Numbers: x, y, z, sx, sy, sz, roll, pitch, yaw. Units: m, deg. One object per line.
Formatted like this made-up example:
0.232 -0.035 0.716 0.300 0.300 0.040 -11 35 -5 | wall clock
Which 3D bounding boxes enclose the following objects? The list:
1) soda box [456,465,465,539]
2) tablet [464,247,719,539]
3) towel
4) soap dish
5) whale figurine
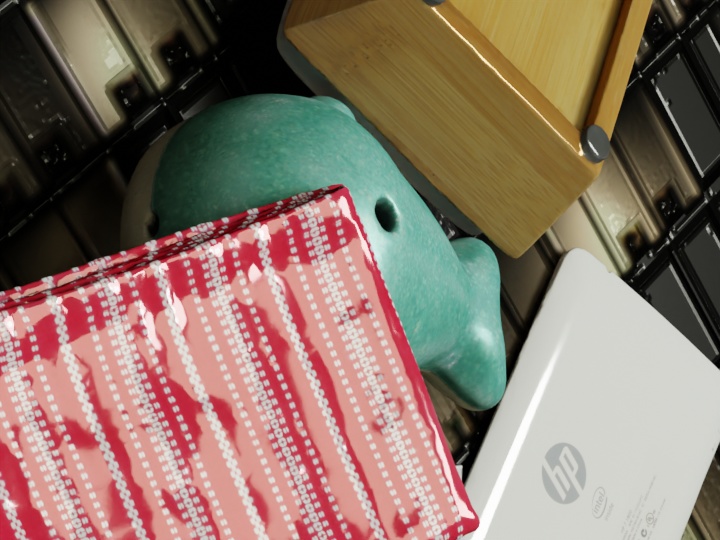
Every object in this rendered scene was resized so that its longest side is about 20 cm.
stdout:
-0.051 0.113 1.183 0.200 0.068 0.064 2 84 -41 | soda box
0.102 0.104 1.354 0.130 0.014 0.200 40 60 -30 | tablet
-0.061 0.060 1.055 0.200 0.022 0.145 -20 89 -29 | towel
0.057 -0.131 1.279 0.157 0.081 0.200 43 50 -30 | soap dish
0.000 0.000 1.187 0.200 0.104 0.159 18 61 -42 | whale figurine
